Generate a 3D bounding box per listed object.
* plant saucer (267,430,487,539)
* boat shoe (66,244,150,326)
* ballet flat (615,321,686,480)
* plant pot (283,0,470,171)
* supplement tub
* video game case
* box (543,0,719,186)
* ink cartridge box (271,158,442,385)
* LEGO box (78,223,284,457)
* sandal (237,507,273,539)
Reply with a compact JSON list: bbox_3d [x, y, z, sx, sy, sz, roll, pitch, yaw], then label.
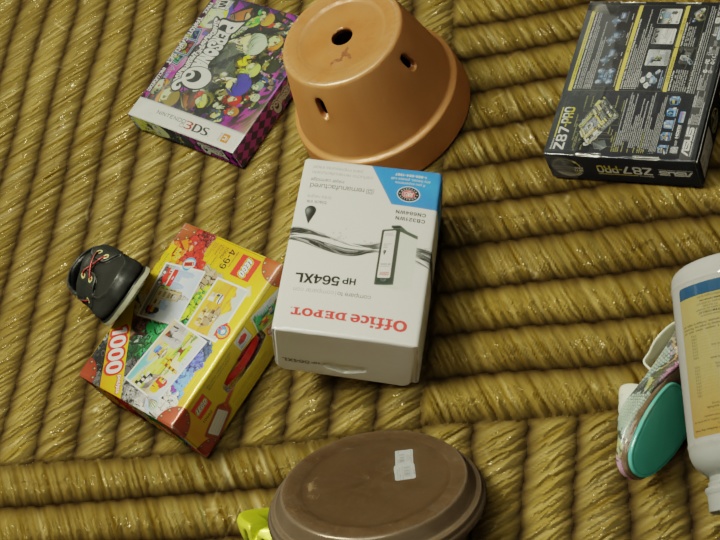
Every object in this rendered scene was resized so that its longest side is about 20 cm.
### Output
[{"bbox_3d":[0.013,0.198,1.210,0.199,0.030,0.200,-8,24,3],"label":"plant saucer"},{"bbox_3d":[-0.272,0.011,1.443,0.074,0.063,0.201,-53,17,-10],"label":"boat shoe"},{"bbox_3d":[0.273,0.099,1.201,0.200,0.069,0.071,-51,35,-17],"label":"ballet flat"},{"bbox_3d":[0.005,-0.213,1.475,0.199,0.140,0.201,-12,54,17],"label":"plant pot"},{"bbox_3d":[0.333,0.091,1.098,0.144,0.145,0.201,-8,75,21],"label":"supplement tub"},{"bbox_3d":[-0.158,-0.233,1.632,0.181,0.036,0.200,23,71,33],"label":"video game case"},{"bbox_3d":[0.289,-0.184,1.380,0.160,0.049,0.201,6,63,27],"label":"box"},{"bbox_3d":[0.000,0.000,1.349,0.145,0.084,0.201,6,60,4],"label":"ink cartridge box"},{"bbox_3d":[-0.172,0.070,1.416,0.148,0.077,0.201,22,71,35],"label":"LEGO box"},{"bbox_3d":[-0.033,0.277,1.207,0.199,0.079,0.088,15,103,47],"label":"sandal"}]
